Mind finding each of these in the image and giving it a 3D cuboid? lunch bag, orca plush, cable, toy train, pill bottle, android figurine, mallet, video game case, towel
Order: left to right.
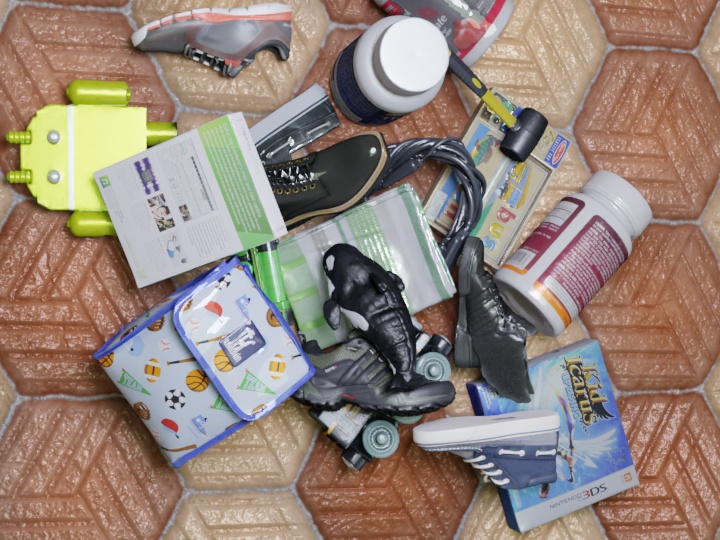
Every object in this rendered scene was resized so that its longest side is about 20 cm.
[{"bbox_3d":[-0.314,-0.132,1.363,0.197,0.041,0.185,1,90,-17],"label":"android figurine"},{"bbox_3d":[-0.173,0.100,1.323,0.199,0.124,0.171,-31,101,15],"label":"lunch bag"},{"bbox_3d":[-0.112,0.046,1.406,0.056,0.042,0.203,-10,93,14],"label":"toy train"},{"bbox_3d":[0.000,0.000,1.412,0.198,0.031,0.151,-23,91,8],"label":"towel"},{"bbox_3d":[0.013,0.042,1.331,0.104,0.071,0.202,-10,62,-10],"label":"orca plush"},{"bbox_3d":[0.026,0.145,1.432,0.114,0.085,0.201,39,80,-2],"label":"toy train"},{"bbox_3d":[0.037,-0.237,1.372,0.110,0.200,0.113,0,90,-14],"label":"pill bottle"},{"bbox_3d":[0.065,-0.079,1.439,0.162,0.051,0.202,28,100,5],"label":"cable"},{"bbox_3d":[0.083,-0.349,1.432,0.199,0.111,0.111,37,81,-11],"label":"pill bottle"},{"bbox_3d":[0.162,-0.223,1.435,0.066,0.041,0.200,-49,119,-12],"label":"mallet"},{"bbox_3d":[0.251,0.212,1.506,0.179,0.045,0.202,-19,94,-15],"label":"video game case"},{"bbox_3d":[0.272,-0.024,1.478,0.114,0.114,0.200,45,80,-10],"label":"pill bottle"}]

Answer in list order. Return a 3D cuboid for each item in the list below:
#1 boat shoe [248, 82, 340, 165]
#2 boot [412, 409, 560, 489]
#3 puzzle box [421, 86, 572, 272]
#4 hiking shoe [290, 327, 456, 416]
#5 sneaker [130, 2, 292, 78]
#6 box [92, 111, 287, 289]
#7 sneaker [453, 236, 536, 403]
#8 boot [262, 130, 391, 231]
[{"bbox_3d":[-0.105,-0.146,1.400,0.199,0.072,0.071,-39,95,-14],"label":"boat shoe"},{"bbox_3d":[0.158,0.226,1.418,0.198,0.073,0.092,-2,93,-20],"label":"boot"},{"bbox_3d":[0.172,-0.117,1.497,0.132,0.025,0.201,32,82,-13],"label":"puzzle box"},{"bbox_3d":[0.016,0.116,1.364,0.197,0.076,0.102,4,78,3],"label":"hiking shoe"},{"bbox_3d":[-0.172,-0.269,1.385,0.198,0.077,0.083,-10,98,-14],"label":"sneaker"},{"bbox_3d":[-0.192,-0.076,1.298,0.198,0.036,0.146,-18,97,27],"label":"box"},{"bbox_3d":[0.171,0.060,1.429,0.103,0.060,0.202,6,105,13],"label":"sneaker"},{"bbox_3d":[-0.076,-0.105,1.326,0.199,0.138,0.078,-32,67,27],"label":"boot"}]
